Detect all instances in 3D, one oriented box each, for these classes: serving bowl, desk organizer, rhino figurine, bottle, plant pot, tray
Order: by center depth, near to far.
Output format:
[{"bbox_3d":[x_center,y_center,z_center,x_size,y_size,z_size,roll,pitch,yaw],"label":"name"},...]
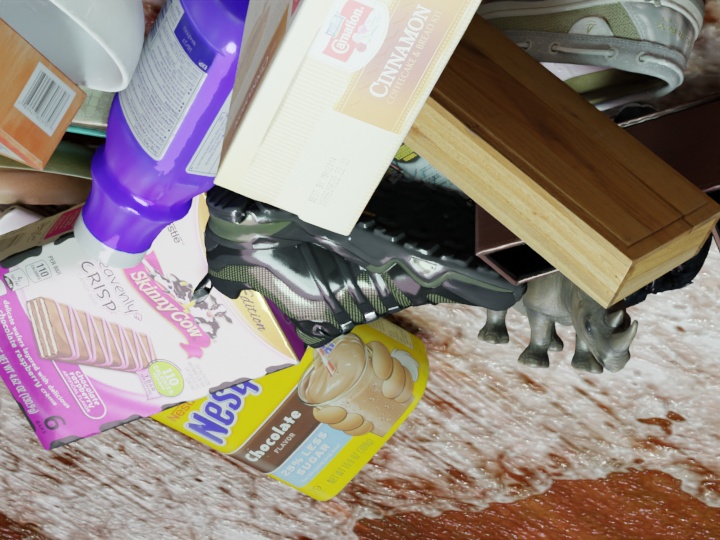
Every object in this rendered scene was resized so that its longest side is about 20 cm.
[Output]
[{"bbox_3d":[0.085,-0.069,1.258,0.200,0.099,0.037,40,126,19],"label":"tray"},{"bbox_3d":[-0.200,-0.180,1.332,0.200,0.066,0.200,28,170,6],"label":"serving bowl"},{"bbox_3d":[0.166,-0.037,1.344,0.199,0.077,0.072,-16,128,16],"label":"desk organizer"},{"bbox_3d":[-0.106,-0.087,1.388,0.065,0.084,0.200,6,131,-34],"label":"bottle"},{"bbox_3d":[0.125,0.017,1.463,0.060,0.088,0.200,2,-172,-17],"label":"rhino figurine"},{"bbox_3d":[-0.250,-0.068,1.554,0.199,0.028,0.200,2,174,0],"label":"plant pot"}]

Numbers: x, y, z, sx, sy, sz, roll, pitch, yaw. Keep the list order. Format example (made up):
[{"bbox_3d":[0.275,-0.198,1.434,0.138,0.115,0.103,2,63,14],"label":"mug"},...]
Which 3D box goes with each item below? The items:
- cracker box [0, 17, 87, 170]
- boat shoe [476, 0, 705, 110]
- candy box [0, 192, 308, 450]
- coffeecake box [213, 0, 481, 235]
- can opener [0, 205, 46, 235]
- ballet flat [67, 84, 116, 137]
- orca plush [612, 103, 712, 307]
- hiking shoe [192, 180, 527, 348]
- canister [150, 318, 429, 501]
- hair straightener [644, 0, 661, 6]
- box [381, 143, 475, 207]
[{"bbox_3d":[-0.272,-0.137,1.393,0.200,0.058,0.134,21,166,38],"label":"cracker box"},{"bbox_3d":[0.101,-0.109,1.335,0.201,0.065,0.074,-13,141,41],"label":"boat shoe"},{"bbox_3d":[-0.145,0.021,1.534,0.199,0.061,0.137,-21,111,23],"label":"candy box"},{"bbox_3d":[0.000,-0.143,1.141,0.073,0.200,0.154,21,130,-12],"label":"coffeecake box"},{"bbox_3d":[-0.174,0.003,1.692,0.199,0.067,0.053,23,113,-18],"label":"can opener"},{"bbox_3d":[-0.193,-0.116,1.475,0.199,0.063,0.067,5,-169,14],"label":"ballet flat"},{"bbox_3d":[0.169,-0.016,1.457,0.105,0.071,0.200,15,151,2],"label":"orca plush"},{"bbox_3d":[0.000,0.000,1.450,0.199,0.076,0.101,14,126,0],"label":"hiking shoe"},{"bbox_3d":[-0.070,0.063,1.663,0.200,0.087,0.149,29,115,-27],"label":"canister"},{"bbox_3d":[0.158,-0.157,1.210,0.199,0.077,0.041,19,150,-6],"label":"hair straightener"},{"bbox_3d":[0.011,-0.048,1.514,0.137,0.040,0.200,29,148,-25],"label":"box"}]
